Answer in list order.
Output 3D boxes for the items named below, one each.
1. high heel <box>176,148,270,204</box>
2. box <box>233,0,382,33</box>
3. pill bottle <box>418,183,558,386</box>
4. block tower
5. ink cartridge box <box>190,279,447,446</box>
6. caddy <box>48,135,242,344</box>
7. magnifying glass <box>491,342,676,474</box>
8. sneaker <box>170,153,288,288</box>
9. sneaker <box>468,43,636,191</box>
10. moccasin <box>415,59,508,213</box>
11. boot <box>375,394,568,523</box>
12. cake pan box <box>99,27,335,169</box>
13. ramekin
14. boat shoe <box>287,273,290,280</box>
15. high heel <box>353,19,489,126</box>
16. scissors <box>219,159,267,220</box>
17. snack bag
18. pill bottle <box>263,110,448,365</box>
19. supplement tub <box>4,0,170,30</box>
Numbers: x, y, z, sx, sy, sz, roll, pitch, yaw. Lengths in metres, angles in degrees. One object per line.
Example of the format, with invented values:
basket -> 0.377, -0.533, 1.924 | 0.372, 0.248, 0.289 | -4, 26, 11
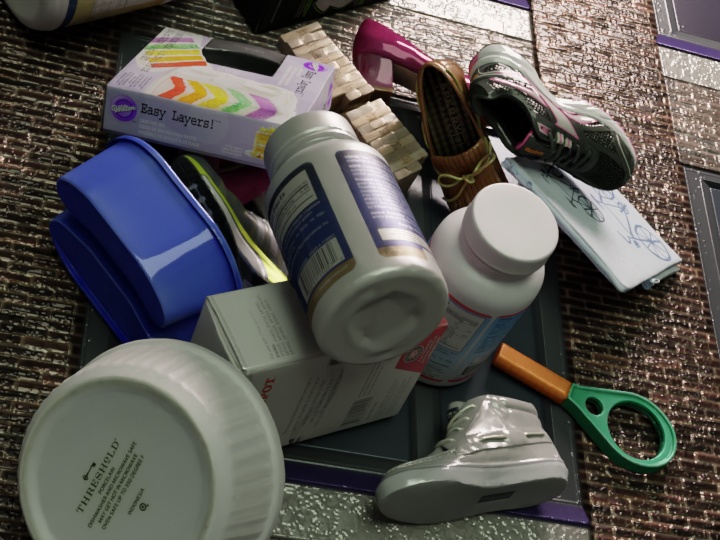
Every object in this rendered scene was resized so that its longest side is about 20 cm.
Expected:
high heel -> -0.087, -0.074, 1.305 | 0.198, 0.067, 0.097 | 5, 91, -16
box -> -0.054, -0.372, 1.485 | 0.199, 0.125, 0.149 | -21, 68, -34
pill bottle -> 0.100, 0.013, 1.233 | 0.108, 0.200, 0.110 | 12, 53, -16
block tower -> -0.013, -0.161, 1.401 | 0.054, 0.058, 0.201 | -27, 73, -35
ink cartridge box -> -0.046, 0.077, 1.159 | 0.198, 0.146, 0.085 | -13, 57, -31
caddy -> -0.179, -0.021, 1.174 | 0.105, 0.142, 0.200 | -31, 73, -33
magnifying glass -> 0.218, 0.130, 1.320 | 0.199, 0.022, 0.080 | 29, 51, -2
sneaker -> -0.105, -0.024, 1.246 | 0.201, 0.074, 0.081 | 55, 37, -9
sneaker -> 0.183, -0.135, 1.364 | 0.199, 0.080, 0.087 | 31, 41, -7
moccasin -> 0.105, -0.116, 1.373 | 0.078, 0.073, 0.203 | -24, 101, -73
boot -> 0.089, 0.164, 1.216 | 0.198, 0.074, 0.096 | 2, 50, -33
cake pan box -> -0.128, -0.165, 1.290 | 0.182, 0.053, 0.200 | 16, 27, 4
ramekin -> -0.163, 0.154, 1.014 | 0.202, 0.203, 0.094 | 44, 10, 10
boat shoe -> 0.000, 0.000, 1.250 | 0.065, 0.071, 0.200 | 66, 25, -1
high heel -> 0.090, -0.217, 1.462 | 0.198, 0.067, 0.097 | 10, 65, -12
scissors -> -0.105, -0.090, 1.336 | 0.200, 0.014, 0.073 | 45, 52, 11
snack bag -> 0.244, -0.054, 1.414 | 0.189, 0.021, 0.200 | 49, 28, 12
pill bottle -> -0.013, -0.033, 1.091 | 0.110, 0.112, 0.201 | -2, 47, -25
supplement tub -> -0.255, -0.328, 1.353 | 0.199, 0.145, 0.145 | -22, 68, -34
